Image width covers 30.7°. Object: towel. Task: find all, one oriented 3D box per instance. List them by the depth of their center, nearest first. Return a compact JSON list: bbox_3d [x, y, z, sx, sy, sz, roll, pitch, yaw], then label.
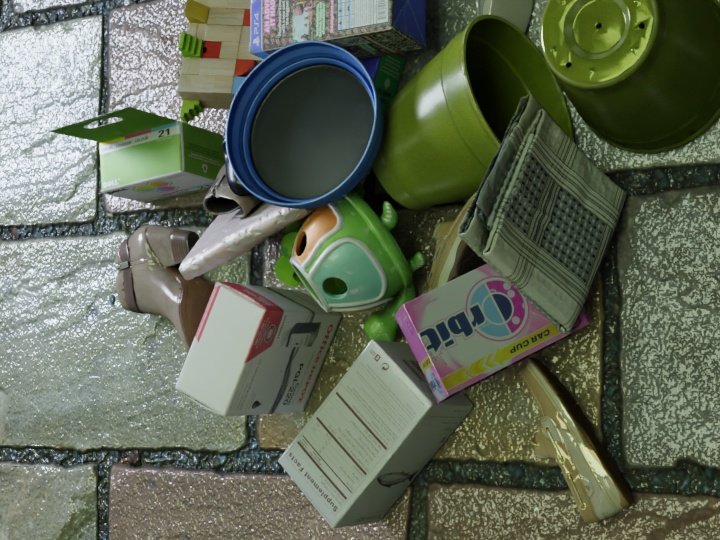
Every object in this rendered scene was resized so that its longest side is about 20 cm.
[{"bbox_3d":[0.207,-0.062,1.437,0.034,0.200,0.194,0,57,53],"label":"towel"},{"bbox_3d":[-0.125,-0.074,1.681,0.199,0.191,0.032,-29,106,25],"label":"towel"}]

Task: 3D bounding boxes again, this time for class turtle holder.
[{"bbox_3d":[-0.007,-0.008,1.614,0.131,0.186,0.141,-37,53,-9],"label":"turtle holder"}]

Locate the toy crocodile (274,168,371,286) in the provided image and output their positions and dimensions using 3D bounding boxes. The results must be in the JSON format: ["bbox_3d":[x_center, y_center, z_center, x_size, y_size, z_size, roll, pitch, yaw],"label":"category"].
[{"bbox_3d":[-0.047,-0.064,1.692,0.062,0.068,0.200,38,106,-10],"label":"toy crocodile"}]

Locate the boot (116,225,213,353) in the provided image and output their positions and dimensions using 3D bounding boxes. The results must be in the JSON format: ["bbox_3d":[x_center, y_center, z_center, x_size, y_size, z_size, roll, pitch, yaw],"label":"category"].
[{"bbox_3d":[-0.274,0.035,1.812,0.145,0.070,0.202,-13,77,36],"label":"boot"}]

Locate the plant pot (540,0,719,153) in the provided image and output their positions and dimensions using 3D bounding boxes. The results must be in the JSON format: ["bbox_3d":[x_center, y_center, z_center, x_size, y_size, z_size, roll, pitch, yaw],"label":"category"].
[{"bbox_3d":[0.288,-0.244,1.430,0.199,0.192,0.203,-4,83,31],"label":"plant pot"}]

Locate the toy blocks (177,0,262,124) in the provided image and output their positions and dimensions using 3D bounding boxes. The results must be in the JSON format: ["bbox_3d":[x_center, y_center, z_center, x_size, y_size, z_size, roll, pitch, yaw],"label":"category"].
[{"bbox_3d":[-0.165,-0.296,1.771,0.135,0.100,0.202,4,71,10],"label":"toy blocks"}]

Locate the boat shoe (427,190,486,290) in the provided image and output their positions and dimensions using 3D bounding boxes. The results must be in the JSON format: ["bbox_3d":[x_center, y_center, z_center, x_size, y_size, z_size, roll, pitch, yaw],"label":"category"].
[{"bbox_3d":[0.114,-0.031,1.547,0.076,0.071,0.201,53,143,30],"label":"boat shoe"}]

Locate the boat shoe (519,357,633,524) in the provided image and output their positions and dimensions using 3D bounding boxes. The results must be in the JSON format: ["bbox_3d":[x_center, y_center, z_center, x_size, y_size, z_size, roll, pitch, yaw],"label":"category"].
[{"bbox_3d":[0.229,0.196,1.495,0.069,0.074,0.201,-36,69,16],"label":"boat shoe"}]

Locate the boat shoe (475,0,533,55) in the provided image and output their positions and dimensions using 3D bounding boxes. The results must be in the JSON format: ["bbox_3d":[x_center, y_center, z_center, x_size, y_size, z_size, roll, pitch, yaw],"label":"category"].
[{"bbox_3d":[0.164,-0.362,1.600,0.068,0.071,0.202,3,93,52],"label":"boat shoe"}]

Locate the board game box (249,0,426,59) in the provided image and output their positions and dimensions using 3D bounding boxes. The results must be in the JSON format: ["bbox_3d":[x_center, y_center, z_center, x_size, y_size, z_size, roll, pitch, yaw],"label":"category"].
[{"bbox_3d":[-0.028,-0.345,1.604,0.198,0.097,0.161,-4,82,28],"label":"board game box"}]

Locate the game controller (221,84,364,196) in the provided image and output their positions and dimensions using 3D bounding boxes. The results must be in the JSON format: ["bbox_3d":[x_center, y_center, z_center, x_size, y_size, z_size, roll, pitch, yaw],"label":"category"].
[{"bbox_3d":[-0.080,-0.162,1.594,0.198,0.042,0.105,-20,70,20],"label":"game controller"}]

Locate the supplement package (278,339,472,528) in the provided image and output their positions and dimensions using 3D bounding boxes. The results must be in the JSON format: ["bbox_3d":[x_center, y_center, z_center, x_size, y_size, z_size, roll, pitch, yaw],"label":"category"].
[{"bbox_3d":[0.018,0.198,1.594,0.117,0.117,0.201,45,108,26],"label":"supplement package"}]

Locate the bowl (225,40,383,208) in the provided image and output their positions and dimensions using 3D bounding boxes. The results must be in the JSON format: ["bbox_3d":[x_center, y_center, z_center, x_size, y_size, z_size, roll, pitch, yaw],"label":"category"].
[{"bbox_3d":[-0.064,-0.168,1.543,0.199,0.039,0.203,-6,75,23],"label":"bowl"}]

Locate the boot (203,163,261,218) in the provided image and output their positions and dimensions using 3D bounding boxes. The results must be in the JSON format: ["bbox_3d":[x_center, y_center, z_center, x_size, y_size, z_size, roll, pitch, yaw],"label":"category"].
[{"bbox_3d":[-0.112,-0.129,1.654,0.199,0.070,0.147,-14,32,54],"label":"boot"}]

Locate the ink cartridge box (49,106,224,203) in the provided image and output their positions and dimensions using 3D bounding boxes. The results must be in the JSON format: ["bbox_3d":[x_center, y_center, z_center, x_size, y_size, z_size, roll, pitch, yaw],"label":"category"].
[{"bbox_3d":[-0.299,-0.153,1.770,0.147,0.199,0.077,-10,80,29],"label":"ink cartridge box"}]

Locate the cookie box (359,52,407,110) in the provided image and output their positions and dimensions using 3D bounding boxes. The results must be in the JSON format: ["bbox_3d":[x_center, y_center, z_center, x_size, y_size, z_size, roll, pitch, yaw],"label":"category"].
[{"bbox_3d":[-0.028,-0.282,1.696,0.170,0.075,0.202,18,94,30],"label":"cookie box"}]

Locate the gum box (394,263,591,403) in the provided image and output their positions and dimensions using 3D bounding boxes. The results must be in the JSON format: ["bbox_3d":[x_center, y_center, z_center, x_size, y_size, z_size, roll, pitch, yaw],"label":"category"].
[{"bbox_3d":[0.154,0.054,1.499,0.199,0.066,0.114,-26,81,-12],"label":"gum box"}]

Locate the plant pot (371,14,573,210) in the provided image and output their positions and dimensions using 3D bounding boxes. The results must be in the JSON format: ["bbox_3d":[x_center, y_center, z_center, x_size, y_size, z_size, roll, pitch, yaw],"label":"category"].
[{"bbox_3d":[0.115,-0.166,1.548,0.192,0.199,0.202,-26,72,38],"label":"plant pot"}]

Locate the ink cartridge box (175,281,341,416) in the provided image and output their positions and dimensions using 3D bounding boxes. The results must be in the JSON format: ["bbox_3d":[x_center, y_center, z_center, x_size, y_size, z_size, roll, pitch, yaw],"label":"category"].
[{"bbox_3d":[-0.123,0.100,1.640,0.084,0.200,0.147,26,98,24],"label":"ink cartridge box"}]
